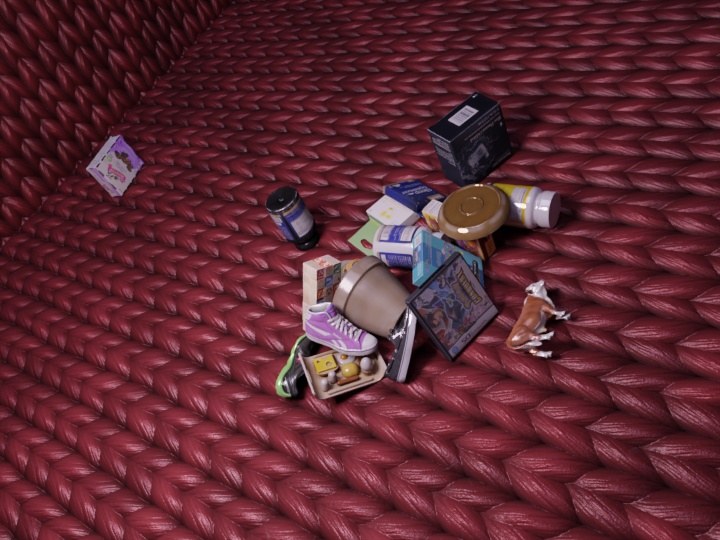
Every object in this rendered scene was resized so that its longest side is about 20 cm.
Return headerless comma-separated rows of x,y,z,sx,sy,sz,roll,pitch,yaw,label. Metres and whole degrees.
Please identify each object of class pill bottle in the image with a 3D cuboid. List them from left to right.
-0.207,-0.157,1.956,0.111,0.201,0.113,-14,47,15,pill bottle
0.146,-0.065,1.748,0.198,0.120,0.120,6,55,31,pill bottle
0.431,-0.174,1.697,0.198,0.115,0.115,11,58,34,pill bottle

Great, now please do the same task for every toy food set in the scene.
-0.048,0.236,1.596,0.198,0.061,0.144,-15,43,-14,toy food set

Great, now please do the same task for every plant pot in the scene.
0.051,0.087,1.634,0.173,0.201,0.200,33,70,26,plant pot
0.297,-0.164,1.656,0.198,0.028,0.202,-14,47,16,plant pot

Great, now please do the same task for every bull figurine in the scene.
0.423,0.115,1.481,0.121,0.065,0.201,13,60,39,bull figurine

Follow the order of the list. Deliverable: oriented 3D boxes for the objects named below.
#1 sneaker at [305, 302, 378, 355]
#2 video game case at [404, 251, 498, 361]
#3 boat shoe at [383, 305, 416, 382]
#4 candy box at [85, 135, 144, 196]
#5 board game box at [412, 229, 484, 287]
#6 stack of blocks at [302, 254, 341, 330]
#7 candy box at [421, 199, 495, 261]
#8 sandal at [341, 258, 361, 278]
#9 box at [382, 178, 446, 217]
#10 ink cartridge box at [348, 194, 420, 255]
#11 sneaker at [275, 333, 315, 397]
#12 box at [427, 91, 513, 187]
-0.050,0.144,1.579,0.198,0.115,0.073,13,39,12,sneaker
0.226,0.088,1.521,0.181,0.201,0.025,-43,23,-12,video game case
0.096,0.174,1.538,0.065,0.202,0.070,11,10,3,boat shoe
-1.048,-0.447,2.674,0.071,0.168,0.201,0,53,30,candy box
0.226,0.001,1.602,0.047,0.198,0.152,-45,30,42,board game box
-0.094,0.065,1.683,0.114,0.202,0.058,-21,34,-39,stack of blocks
0.271,-0.112,1.726,0.056,0.117,0.199,-45,45,-16,candy box
0.000,0.000,1.814,0.198,0.054,0.081,12,58,35,sandal
0.174,-0.224,1.899,0.120,0.033,0.200,-19,38,-31,box
0.066,-0.140,1.908,0.200,0.048,0.145,-40,46,-13,ink cartridge box
-0.155,0.256,1.673,0.083,0.077,0.201,18,59,12,sneaker
0.333,-0.386,1.871,0.196,0.201,0.117,-38,44,-8,box
